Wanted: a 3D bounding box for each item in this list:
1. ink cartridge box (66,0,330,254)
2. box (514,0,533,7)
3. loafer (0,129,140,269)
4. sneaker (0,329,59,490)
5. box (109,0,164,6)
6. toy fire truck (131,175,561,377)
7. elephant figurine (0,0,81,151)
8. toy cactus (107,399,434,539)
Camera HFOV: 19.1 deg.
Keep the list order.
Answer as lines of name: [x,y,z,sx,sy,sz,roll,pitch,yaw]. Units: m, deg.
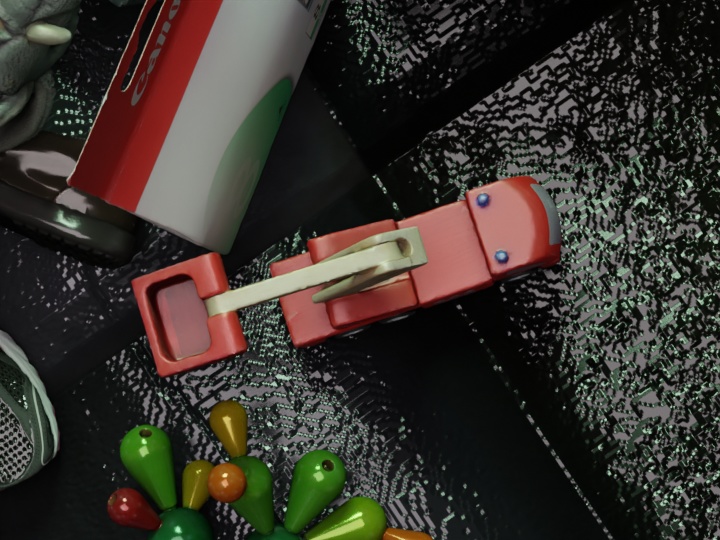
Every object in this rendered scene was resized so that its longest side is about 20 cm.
ink cartridge box: [-0.067,-0.095,1.015,0.050,0.200,0.161,22,89,5]
box: [0.132,-0.228,1.034,0.200,0.141,0.079,-39,82,2]
loafer: [-0.198,-0.067,1.099,0.199,0.073,0.072,23,79,2]
sneaker: [-0.237,0.035,1.077,0.080,0.086,0.200,-43,91,3]
box: [-0.094,-0.245,1.042,0.122,0.106,0.200,34,109,12]
toy fire truck: [0.000,0.000,1.032,0.199,0.141,0.049,-18,85,5]
elephant figurine: [-0.194,-0.105,1.001,0.199,0.155,0.142,-21,128,-25]
toy cactus: [-0.051,0.166,1.060,0.200,0.102,0.165,32,100,-2]
